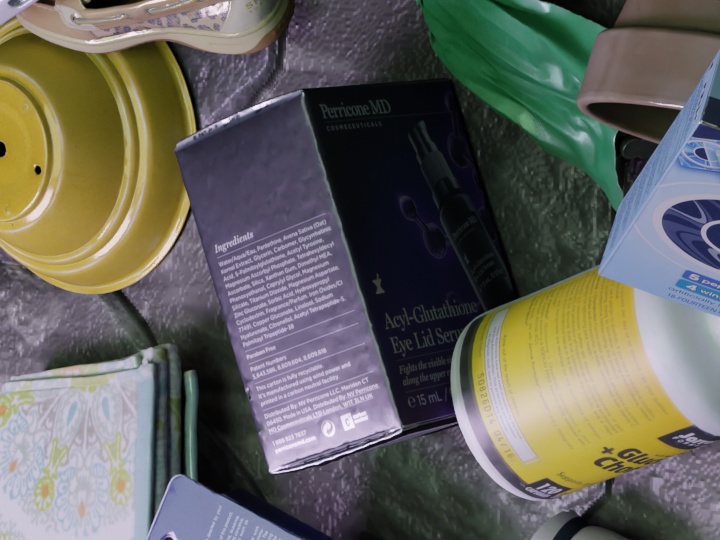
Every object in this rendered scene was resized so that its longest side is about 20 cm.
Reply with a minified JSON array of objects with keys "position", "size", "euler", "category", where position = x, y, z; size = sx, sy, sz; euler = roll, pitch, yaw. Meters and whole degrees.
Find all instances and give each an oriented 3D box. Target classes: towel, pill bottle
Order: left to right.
[{"position":[-0.169,0.154,1.704],"size":[0.171,0.048,0.201],"euler":[-11,74,46],"category":"towel"},{"position":[0.154,0.046,1.441],"size":[0.200,0.112,0.112],"euler":[-24,82,37],"category":"pill bottle"}]

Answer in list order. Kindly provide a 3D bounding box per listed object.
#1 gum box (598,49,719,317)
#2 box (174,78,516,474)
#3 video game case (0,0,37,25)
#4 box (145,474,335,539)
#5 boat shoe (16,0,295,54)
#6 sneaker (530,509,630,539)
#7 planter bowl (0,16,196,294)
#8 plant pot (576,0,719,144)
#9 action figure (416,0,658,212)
[{"position":[0.217,-0.022,1.258],"size":[0.169,0.200,0.045],"euler":[19,69,-1],"category":"gum box"},{"position":[0.000,0.000,1.527],"size":[0.104,0.148,0.201],"euler":[-21,85,37],"category":"box"},{"position":[-0.183,-0.263,1.651],"size":[0.182,0.023,0.201],"euler":[-27,52,36],"category":"video game case"},{"position":[-0.043,0.212,1.577],"size":[0.199,0.032,0.122],"euler":[27,104,17],"category":"box"},{"position":[-0.135,-0.178,1.641],"size":[0.199,0.063,0.074],"euler":[4,58,29],"category":"boat shoe"},{"position":[0.112,0.239,1.528],"size":[0.080,0.076,0.201],"euler":[25,113,21],"category":"sneaker"},{"position":[-0.206,-0.080,1.710],"size":[0.200,0.083,0.201],"euler":[5,99,36],"category":"planter bowl"},{"position":[0.223,-0.142,1.335],"size":[0.199,0.200,0.174],"euler":[11,86,35],"category":"plant pot"},{"position":[0.089,-0.126,1.493],"size":[0.200,0.055,0.118],"euler":[39,142,39],"category":"action figure"}]
